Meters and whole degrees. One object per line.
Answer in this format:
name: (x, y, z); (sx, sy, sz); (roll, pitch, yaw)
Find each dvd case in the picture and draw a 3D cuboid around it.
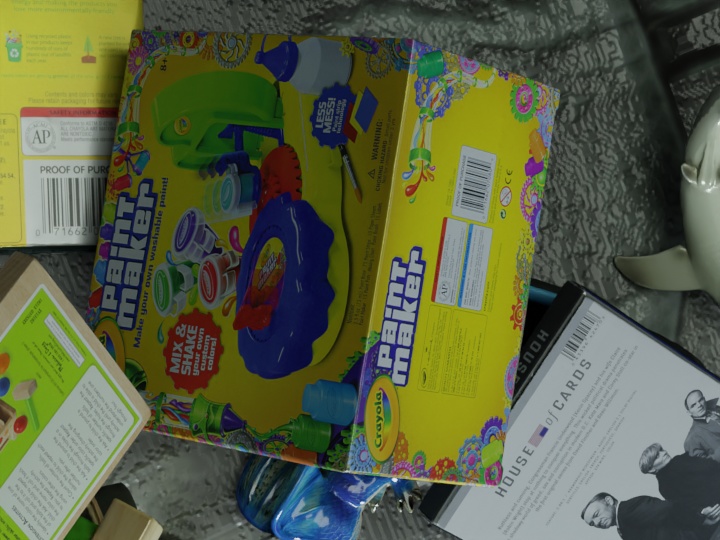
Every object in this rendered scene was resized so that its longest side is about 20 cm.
dvd case: (0.142, 0.111, 1.241); (0.200, 0.025, 0.151); (32, 93, -36)

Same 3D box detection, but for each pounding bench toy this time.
pounding bench toy: (-0.200, 0.081, 1.077); (0.125, 0.155, 0.200); (-55, 140, -22)

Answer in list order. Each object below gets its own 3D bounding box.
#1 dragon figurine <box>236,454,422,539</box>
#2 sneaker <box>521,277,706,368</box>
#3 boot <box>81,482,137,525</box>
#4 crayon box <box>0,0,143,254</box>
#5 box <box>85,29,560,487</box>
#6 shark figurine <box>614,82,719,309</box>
dragon figurine: (-0.027, 0.120, 1.200); (0.099, 0.059, 0.201); (26, 83, -25)
sneaker: (0.124, 0.053, 1.260); (0.199, 0.082, 0.074); (18, 78, -22)
boot: (-0.163, 0.224, 1.141); (0.138, 0.077, 0.201); (-13, 81, -17)
crayon box: (-0.176, -0.109, 1.160); (0.126, 0.051, 0.201); (-1, 87, -23)
box: (-0.024, -0.008, 1.109); (0.122, 0.192, 0.201); (11, 86, -49)
shark figurine: (0.222, -0.062, 1.304); (0.090, 0.127, 0.216); (-48, 142, -58)
